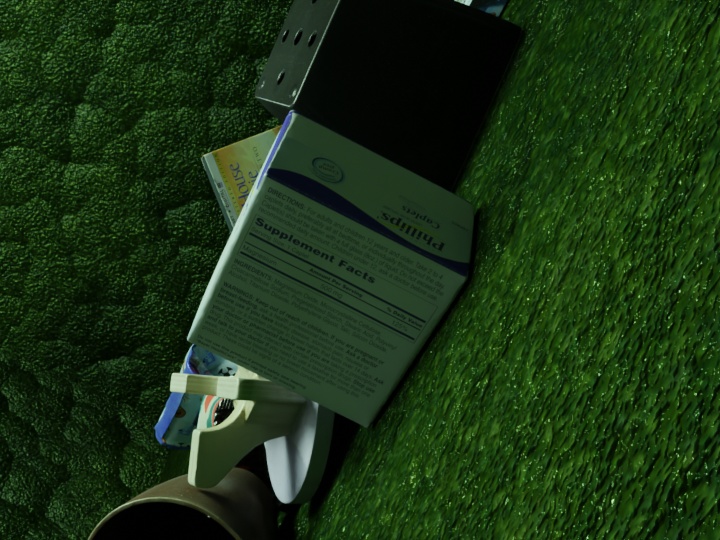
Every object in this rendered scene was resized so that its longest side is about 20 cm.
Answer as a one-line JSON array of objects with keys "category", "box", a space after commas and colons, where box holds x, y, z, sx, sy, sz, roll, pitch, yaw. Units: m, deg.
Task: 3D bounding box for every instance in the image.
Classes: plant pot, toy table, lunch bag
[{"category": "plant pot", "box": [-0.155, 0.278, 1.148, 0.189, 0.185, 0.200, -63, -6, 16]}, {"category": "toy table", "box": [-0.100, 0.117, 1.091, 0.183, 0.115, 0.204, -27, 60, 58]}, {"category": "lunch bag", "box": [-0.183, 0.154, 1.576, 0.199, 0.124, 0.171, -24, -26, -45]}, {"category": "plant pot", "box": [0.010, -0.195, 1.145, 0.202, 0.175, 0.200, -65, 24, 3]}]

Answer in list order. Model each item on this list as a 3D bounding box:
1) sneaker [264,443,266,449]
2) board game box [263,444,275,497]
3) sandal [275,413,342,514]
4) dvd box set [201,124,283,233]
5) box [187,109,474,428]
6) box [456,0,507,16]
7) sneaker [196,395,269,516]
[{"category": "sneaker", "box": [-0.095, 0.108, 1.227, 0.082, 0.076, 0.204, -148, 55, -59]}, {"category": "board game box", "box": [-0.103, 0.189, 1.416, 0.201, 0.046, 0.153, -86, 21, -67]}, {"category": "sandal", "box": [-0.053, 0.162, 1.166, 0.076, 0.047, 0.203, -86, 21, -67]}, {"category": "dvd box set", "box": [-0.075, -0.105, 1.378, 0.197, 0.149, 0.029, -22, -2, -16]}, {"category": "box", "box": [-0.025, 0.003, 0.973, 0.201, 0.182, 0.106, -59, 9, 38]}, {"category": "box", "box": [0.138, -0.313, 1.301, 0.137, 0.037, 0.202, -82, 18, -60]}, {"category": "sneaker", "box": [-0.151, 0.226, 1.311, 0.093, 0.069, 0.204, -154, 59, -61]}]
